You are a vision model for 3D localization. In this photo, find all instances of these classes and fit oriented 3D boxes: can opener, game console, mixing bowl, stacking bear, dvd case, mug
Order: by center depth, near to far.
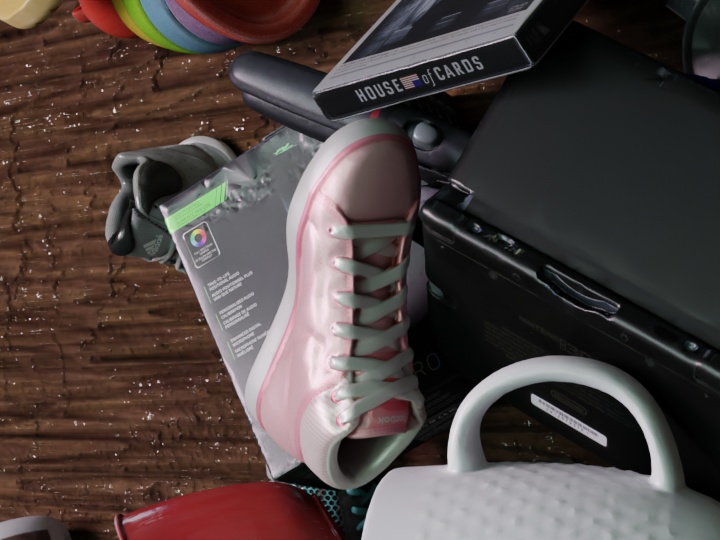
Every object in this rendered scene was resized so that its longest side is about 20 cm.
[{"bbox_3d":[0.101,0.142,1.150,0.175,0.148,0.201,-4,93,19],"label":"mug"},{"bbox_3d":[0.141,0.000,1.191,0.200,0.116,0.176,30,145,30],"label":"game console"},{"bbox_3d":[0.079,-0.157,1.257,0.150,0.200,0.025,-12,119,45],"label":"dvd case"},{"bbox_3d":[0.014,-0.073,1.283,0.200,0.063,0.079,29,70,15],"label":"can opener"},{"bbox_3d":[-0.046,0.200,1.361,0.108,0.200,0.200,-31,64,-2],"label":"mixing bowl"},{"bbox_3d":[-0.119,-0.195,1.508,0.200,0.121,0.114,2,131,56],"label":"stacking bear"}]

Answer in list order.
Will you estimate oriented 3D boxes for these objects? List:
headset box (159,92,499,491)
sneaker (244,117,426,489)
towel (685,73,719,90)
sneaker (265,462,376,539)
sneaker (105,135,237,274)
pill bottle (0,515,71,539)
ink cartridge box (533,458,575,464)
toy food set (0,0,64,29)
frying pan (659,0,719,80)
[{"bbox_3d":[0.000,0.000,1.369,0.174,0.093,0.201,-30,70,18],"label":"headset box"},{"bbox_3d":[0.004,0.026,1.232,0.105,0.075,0.201,47,129,43],"label":"sneaker"},{"bbox_3d":[0.234,-0.020,1.179,0.200,0.049,0.148,12,114,44],"label":"towel"},{"bbox_3d":[-0.012,0.149,1.460,0.091,0.078,0.201,17,109,27],"label":"sneaker"},{"bbox_3d":[-0.104,-0.001,1.498,0.075,0.115,0.200,-53,57,34],"label":"sneaker"},{"bbox_3d":[-0.230,0.284,1.651,0.109,0.109,0.201,-38,67,40],"label":"pill bottle"},{"bbox_3d":[0.106,0.231,1.323,0.145,0.084,0.201,38,118,36],"label":"ink cartridge box"},{"bbox_3d":[-0.175,-0.255,1.510,0.198,0.049,0.200,-48,20,13],"label":"toy food set"},{"bbox_3d":[0.196,-0.147,1.246,0.115,0.031,0.190,-46,65,37],"label":"frying pan"}]
